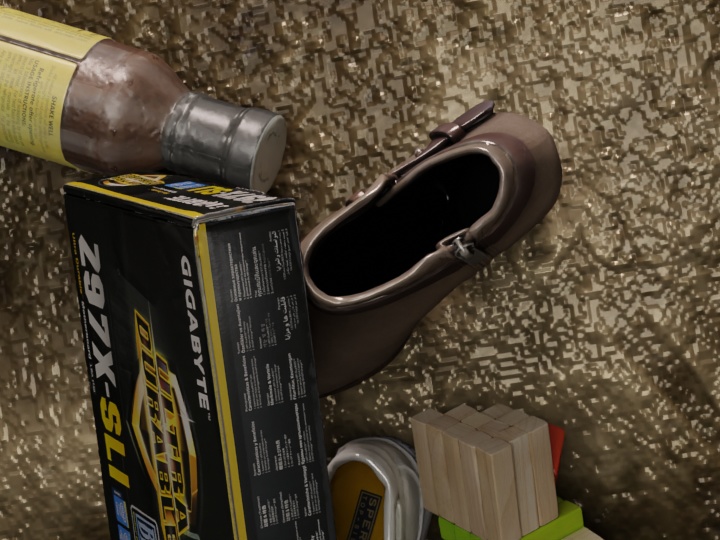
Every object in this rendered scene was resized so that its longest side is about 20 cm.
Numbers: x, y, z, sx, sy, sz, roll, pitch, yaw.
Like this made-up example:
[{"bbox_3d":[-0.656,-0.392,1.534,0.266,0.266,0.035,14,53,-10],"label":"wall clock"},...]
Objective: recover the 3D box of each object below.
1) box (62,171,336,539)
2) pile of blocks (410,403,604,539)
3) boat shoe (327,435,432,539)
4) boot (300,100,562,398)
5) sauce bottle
[{"bbox_3d":[-0.068,0.064,0.865,0.049,0.159,0.202,-11,102,-24],"label":"box"},{"bbox_3d":[0.088,0.145,0.893,0.062,0.082,0.201,-22,91,-29],"label":"pile of blocks"},{"bbox_3d":[-0.014,0.173,0.906,0.070,0.070,0.202,15,91,16],"label":"boat shoe"},{"bbox_3d":[0.000,0.000,0.869,0.200,0.146,0.070,-40,85,11],"label":"boot"},{"bbox_3d":[-0.132,-0.079,0.953,0.199,0.065,0.065,19,93,17],"label":"sauce bottle"}]
